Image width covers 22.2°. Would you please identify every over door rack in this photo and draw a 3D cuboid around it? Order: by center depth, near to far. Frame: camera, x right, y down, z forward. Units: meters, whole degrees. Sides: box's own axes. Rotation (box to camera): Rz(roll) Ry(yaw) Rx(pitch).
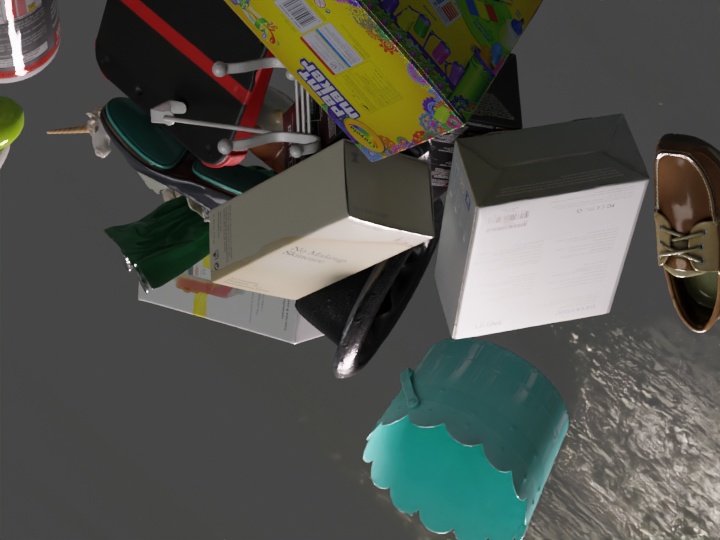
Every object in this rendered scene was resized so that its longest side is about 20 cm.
[{"bbox_3d":[-0.122,-0.183,1.582,0.199,0.066,0.149,16,116,38],"label":"over door rack"}]

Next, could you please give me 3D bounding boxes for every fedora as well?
[{"bbox_3d":[0.000,0.000,1.746,0.091,0.201,0.201,28,147,9],"label":"fedora"}]

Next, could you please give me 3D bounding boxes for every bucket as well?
[{"bbox_3d":[0.115,0.179,1.941,0.205,0.135,0.208,22,145,16],"label":"bucket"}]

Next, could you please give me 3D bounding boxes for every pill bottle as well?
[{"bbox_3d":[-0.351,-0.285,1.756,0.115,0.116,0.201,24,147,13],"label":"pill bottle"}]

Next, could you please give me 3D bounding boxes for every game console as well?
[{"bbox_3d":[-0.160,-0.209,1.678,0.200,0.031,0.178,40,127,23],"label":"game console"}]

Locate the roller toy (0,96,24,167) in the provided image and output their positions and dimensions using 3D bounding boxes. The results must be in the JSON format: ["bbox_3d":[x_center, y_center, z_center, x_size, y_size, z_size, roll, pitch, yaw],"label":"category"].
[{"bbox_3d":[-0.483,-0.158,1.971,0.182,0.200,0.141,30,153,43],"label":"roller toy"}]

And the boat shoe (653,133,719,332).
[{"bbox_3d":[0.290,-0.026,1.575,0.075,0.074,0.201,8,140,33],"label":"boat shoe"}]

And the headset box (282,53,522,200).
[{"bbox_3d":[0.029,-0.126,1.611,0.147,0.078,0.200,7,157,-24],"label":"headset box"}]

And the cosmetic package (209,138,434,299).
[{"bbox_3d":[-0.037,-0.041,1.613,0.103,0.074,0.199,12,157,-37],"label":"cosmetic package"}]

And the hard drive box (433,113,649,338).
[{"bbox_3d":[0.153,-0.035,1.607,0.154,0.077,0.201,-9,145,-11],"label":"hard drive box"}]

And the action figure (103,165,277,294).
[{"bbox_3d":[-0.140,-0.050,1.801,0.118,0.199,0.055,47,160,42],"label":"action figure"}]

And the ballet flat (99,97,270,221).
[{"bbox_3d":[-0.168,-0.092,1.753,0.199,0.073,0.073,29,148,11],"label":"ballet flat"}]

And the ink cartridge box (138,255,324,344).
[{"bbox_3d":[-0.109,0.003,1.884,0.198,0.145,0.084,15,105,28],"label":"ink cartridge box"}]

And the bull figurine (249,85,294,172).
[{"bbox_3d":[-0.100,-0.153,1.739,0.199,0.065,0.121,35,156,-1],"label":"bull figurine"}]

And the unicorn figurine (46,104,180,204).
[{"bbox_3d":[-0.207,-0.129,1.875,0.199,0.074,0.138,-29,85,35],"label":"unicorn figurine"}]

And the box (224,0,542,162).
[{"bbox_3d":[0.023,-0.232,1.428,0.200,0.193,0.121,47,145,-20],"label":"box"}]
